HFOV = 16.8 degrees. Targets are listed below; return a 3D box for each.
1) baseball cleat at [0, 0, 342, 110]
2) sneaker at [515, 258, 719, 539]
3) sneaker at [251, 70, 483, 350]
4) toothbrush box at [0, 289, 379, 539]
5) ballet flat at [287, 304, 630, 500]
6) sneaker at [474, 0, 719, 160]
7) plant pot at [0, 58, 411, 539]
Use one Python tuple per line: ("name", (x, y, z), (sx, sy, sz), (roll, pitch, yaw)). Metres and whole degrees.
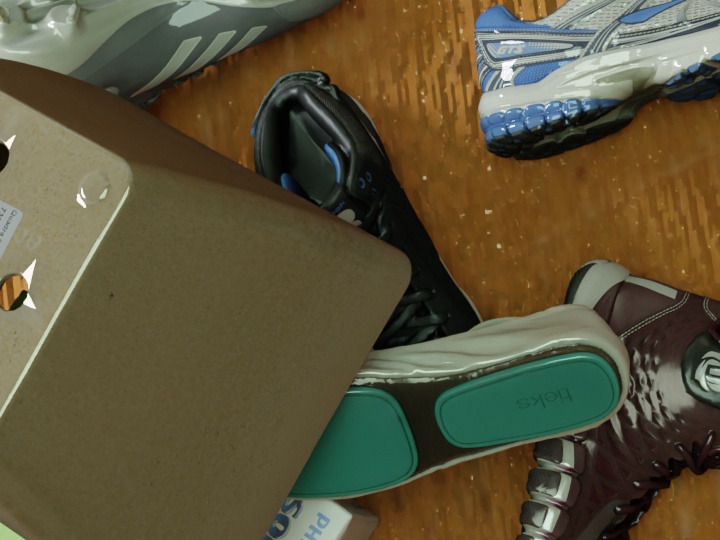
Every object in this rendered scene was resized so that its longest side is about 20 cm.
("baseball cleat", (-0.098, -0.117, 1.225), (0.198, 0.107, 0.070), (-12, 51, -16))
("sneaker", (0.138, 0.101, 1.153), (0.115, 0.076, 0.202), (11, 87, 9))
("sneaker", (0.000, 0.000, 1.168), (0.073, 0.112, 0.201), (-29, 80, 8))
("toothbrush box", (-0.115, 0.126, 1.192), (0.199, 0.086, 0.146), (33, 90, 13))
("ballet flat", (0.027, 0.058, 1.127), (0.198, 0.069, 0.070), (-13, 83, 9))
("sneaker", (0.144, -0.124, 1.172), (0.199, 0.077, 0.086), (-18, 78, 8))
("plant pot", (-0.134, 0.015, 1.054), (0.199, 0.177, 0.201), (29, 87, 31))
